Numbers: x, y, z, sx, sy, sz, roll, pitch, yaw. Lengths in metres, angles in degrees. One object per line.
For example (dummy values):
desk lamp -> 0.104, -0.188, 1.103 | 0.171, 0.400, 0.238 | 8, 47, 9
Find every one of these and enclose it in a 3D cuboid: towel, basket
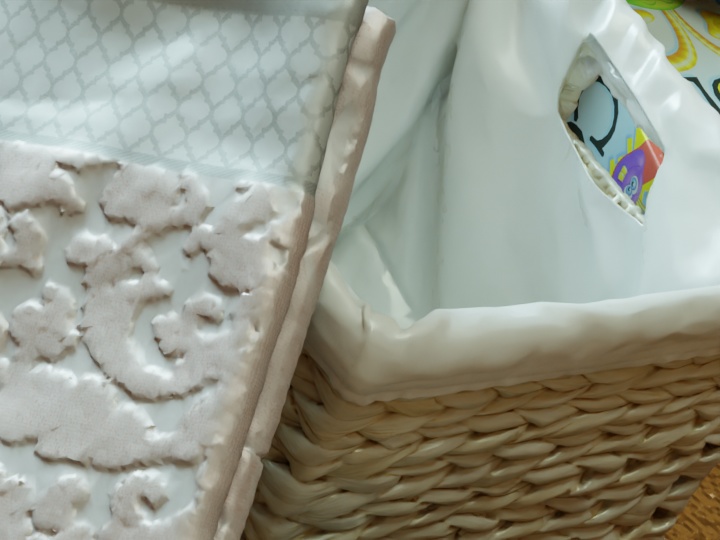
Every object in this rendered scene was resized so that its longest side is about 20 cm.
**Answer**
towel -> -0.105, -0.001, 0.764 | 0.200, 0.191, 0.032 | 11, -15, 27
basket -> 0.000, 0.000, 0.881 | 0.200, 0.161, 0.198 | -8, 48, -39

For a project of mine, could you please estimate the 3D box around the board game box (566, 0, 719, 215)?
board game box -> 0.106, -0.048, 1.059 | 0.103, 0.105, 0.200 | 8, 39, -25
